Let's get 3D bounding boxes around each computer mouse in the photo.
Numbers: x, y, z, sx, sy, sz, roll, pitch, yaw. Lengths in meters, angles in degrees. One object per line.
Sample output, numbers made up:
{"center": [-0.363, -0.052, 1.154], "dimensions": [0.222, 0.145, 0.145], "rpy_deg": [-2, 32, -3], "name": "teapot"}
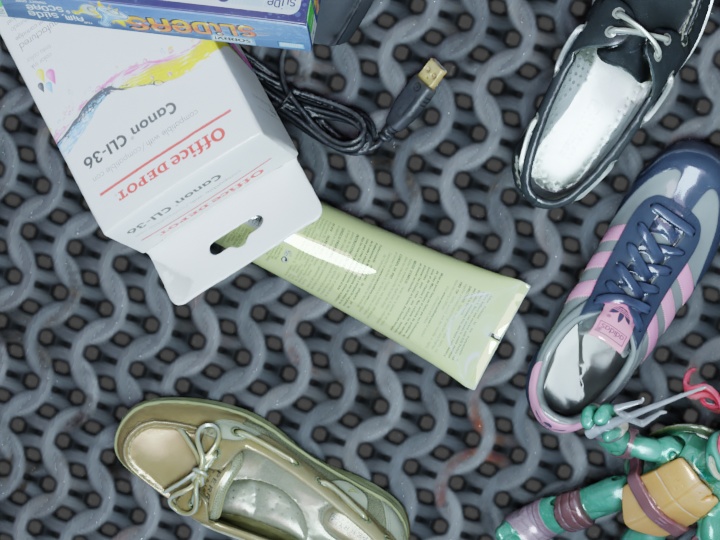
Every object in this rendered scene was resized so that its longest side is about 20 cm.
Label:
{"center": [0.000, -0.166, 1.428], "dimensions": [0.140, 0.046, 0.200], "rpy_deg": [33, 103, -1], "name": "computer mouse"}

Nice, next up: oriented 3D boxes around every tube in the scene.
{"center": [0.000, 0.000, 1.467], "dimensions": [0.200, 0.052, 0.058], "rpy_deg": [26, 144, -5], "name": "tube"}

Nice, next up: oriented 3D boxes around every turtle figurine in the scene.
{"center": [0.182, 0.144, 1.433], "dimensions": [0.200, 0.101, 0.150], "rpy_deg": [-40, 82, 41], "name": "turtle figurine"}

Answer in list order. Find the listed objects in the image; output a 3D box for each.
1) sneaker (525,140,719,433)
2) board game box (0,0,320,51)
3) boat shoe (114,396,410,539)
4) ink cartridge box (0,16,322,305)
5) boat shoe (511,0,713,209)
{"center": [0.167, 0.015, 1.435], "dimensions": [0.070, 0.082, 0.200], "rpy_deg": [28, 102, 1], "name": "sneaker"}
{"center": [-0.116, -0.206, 1.373], "dimensions": [0.200, 0.034, 0.136], "rpy_deg": [8, 71, 7], "name": "board game box"}
{"center": [-0.063, 0.141, 1.490], "dimensions": [0.200, 0.063, 0.073], "rpy_deg": [27, 103, -2], "name": "boat shoe"}
{"center": [-0.119, -0.093, 1.403], "dimensions": [0.116, 0.067, 0.200], "rpy_deg": [-33, 72, 10], "name": "ink cartridge box"}
{"center": [0.158, -0.123, 1.417], "dimensions": [0.076, 0.060, 0.200], "rpy_deg": [25, 103, -1], "name": "boat shoe"}
